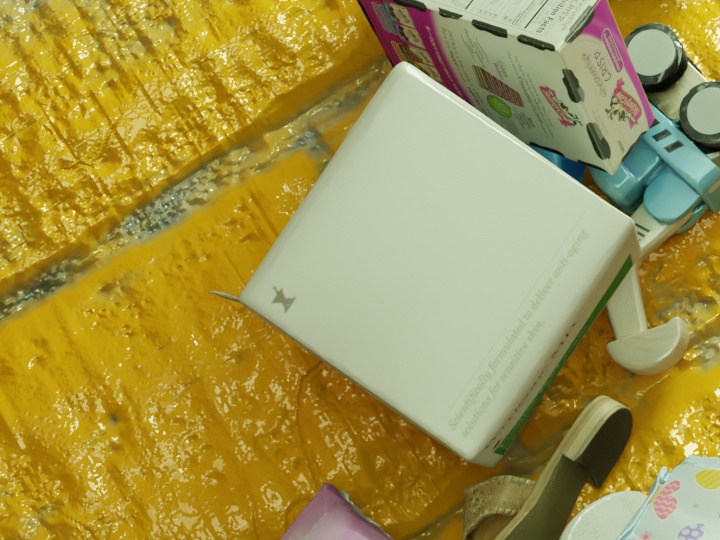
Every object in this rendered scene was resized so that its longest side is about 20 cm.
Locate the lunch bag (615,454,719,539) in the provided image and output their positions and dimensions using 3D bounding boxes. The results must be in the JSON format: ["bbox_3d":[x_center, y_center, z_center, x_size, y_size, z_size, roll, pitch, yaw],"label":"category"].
[{"bbox_3d":[0.254,0.237,1.336,0.200,0.127,0.170,34,54,10],"label":"lunch bag"}]

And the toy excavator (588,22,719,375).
[{"bbox_3d":[0.216,-0.050,1.481,0.200,0.100,0.195,-45,69,7],"label":"toy excavator"}]

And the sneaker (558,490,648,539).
[{"bbox_3d":[0.142,0.234,1.407,0.075,0.089,0.200,46,60,4],"label":"sneaker"}]

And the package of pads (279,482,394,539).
[{"bbox_3d":[-0.035,0.264,1.421,0.120,0.076,0.200,36,81,20],"label":"package of pads"}]

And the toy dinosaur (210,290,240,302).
[{"bbox_3d":[0.000,0.000,1.518,0.200,0.060,0.106,-39,58,-15],"label":"toy dinosaur"}]

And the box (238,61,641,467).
[{"bbox_3d":[0.061,0.001,1.381,0.200,0.171,0.199,35,90,13],"label":"box"}]

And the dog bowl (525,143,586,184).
[{"bbox_3d":[0.117,-0.036,1.506,0.111,0.050,0.200,-2,73,9],"label":"dog bowl"}]

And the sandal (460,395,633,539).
[{"bbox_3d":[0.109,0.171,1.441,0.070,0.078,0.212,28,72,36],"label":"sandal"}]

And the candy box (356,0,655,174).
[{"bbox_3d":[0.102,-0.159,1.437,0.200,0.136,0.061,25,68,38],"label":"candy box"}]
